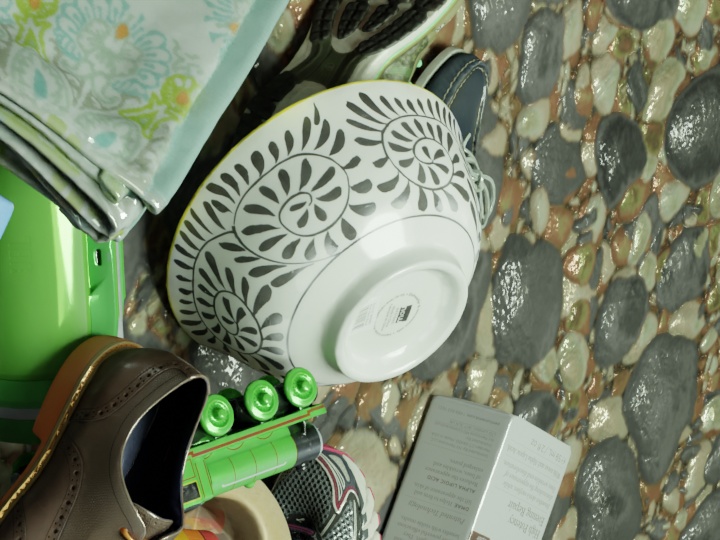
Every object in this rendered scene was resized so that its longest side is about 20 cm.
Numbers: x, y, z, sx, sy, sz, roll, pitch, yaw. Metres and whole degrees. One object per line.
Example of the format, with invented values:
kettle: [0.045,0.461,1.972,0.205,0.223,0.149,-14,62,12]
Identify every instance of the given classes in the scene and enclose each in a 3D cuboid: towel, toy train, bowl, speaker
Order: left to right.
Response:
speaker: [-0.161,-0.021,0.923,0.088,0.088,0.200,-22,118,-48]
towel: [-0.131,-0.124,0.850,0.171,0.048,0.200,37,45,-11]
toy train: [-0.094,0.098,0.986,0.200,0.042,0.056,-15,88,-42]
bowl: [0.000,0.000,1.065,0.201,0.094,0.201,-24,141,-22]

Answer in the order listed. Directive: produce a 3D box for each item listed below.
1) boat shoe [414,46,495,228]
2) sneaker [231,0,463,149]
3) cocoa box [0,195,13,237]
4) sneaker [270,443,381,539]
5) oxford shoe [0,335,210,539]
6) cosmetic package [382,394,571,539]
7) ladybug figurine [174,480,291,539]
boat shoe: [0.048,-0.048,1.210,0.075,0.062,0.200,39,69,-49]
sneaker: [0.001,-0.109,1.133,0.200,0.077,0.089,-51,147,-20]
cocoa box: [-0.251,0.025,0.707,0.133,0.131,0.200,38,72,-54]
sneaker: [-0.047,0.201,1.139,0.075,0.081,0.200,33,68,-53]
oxford shoe: [-0.129,0.128,0.874,0.071,0.073,0.200,30,74,-49]
cosmetic package: [0.068,0.197,1.309,0.102,0.074,0.200,30,76,-52]
ladybug figurine: [-0.120,0.161,1.038,0.200,0.072,0.136,19,77,-49]
